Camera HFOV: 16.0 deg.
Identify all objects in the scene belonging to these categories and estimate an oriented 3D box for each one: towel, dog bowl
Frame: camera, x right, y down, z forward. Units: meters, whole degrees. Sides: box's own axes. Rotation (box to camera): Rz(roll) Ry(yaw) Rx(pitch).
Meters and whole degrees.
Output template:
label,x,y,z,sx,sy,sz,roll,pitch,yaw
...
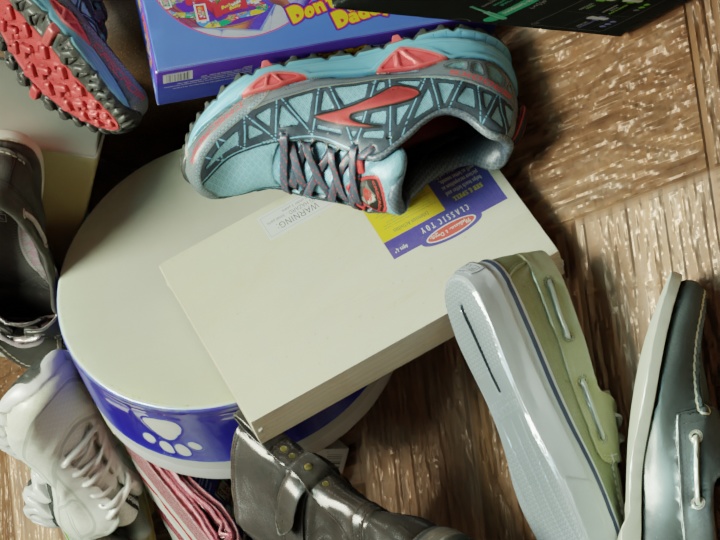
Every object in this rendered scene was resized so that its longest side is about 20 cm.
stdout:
label,x,y,z,sx,sy,sz,roll,pitch,yaw
towel,-0.084,0.189,1.592,0.144,0.023,0.200,46,163,44
dog bowl,-0.077,0.020,1.535,0.200,0.200,0.079,59,174,36

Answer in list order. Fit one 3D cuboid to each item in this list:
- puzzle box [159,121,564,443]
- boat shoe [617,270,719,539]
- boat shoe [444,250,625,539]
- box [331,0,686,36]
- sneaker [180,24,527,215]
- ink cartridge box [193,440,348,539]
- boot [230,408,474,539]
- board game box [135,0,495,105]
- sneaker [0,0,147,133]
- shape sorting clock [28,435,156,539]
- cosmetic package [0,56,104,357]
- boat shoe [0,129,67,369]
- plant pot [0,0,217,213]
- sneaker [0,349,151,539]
label,x,y,z,sx,sy,sz,roll,pitch,yaw
puzzle box,0.000,0.000,1.461,0.133,0.200,0.025,57,173,38
boat shoe,0.169,0.102,1.330,0.073,0.062,0.200,76,-159,-80
boat shoe,0.111,0.082,1.386,0.200,0.062,0.072,69,160,1
box,0.088,-0.214,1.320,0.124,0.200,0.149,-26,68,51
sneaker,-0.004,-0.073,1.450,0.079,0.200,0.096,68,-174,-54
ink cartridge box,-0.083,0.118,1.668,0.200,0.039,0.099,35,116,49
boot,0.000,0.178,1.462,0.174,0.069,0.200,27,138,37
board game box,-0.034,-0.182,1.489,0.045,0.200,0.134,99,159,-69
sneaker,-0.177,-0.175,1.500,0.200,0.096,0.079,53,154,1
shape sorting clock,-0.183,0.143,1.767,0.200,0.039,0.200,46,149,39
cosmetic package,-0.222,-0.037,1.598,0.200,0.105,0.071,107,171,-47
boat shoe,-0.212,0.003,1.544,0.200,0.067,0.057,87,-173,-47
plant pot,-0.129,-0.165,1.631,0.198,0.200,0.200,-29,65,41
sneaker,-0.174,0.118,1.602,0.081,0.075,0.200,36,160,23
